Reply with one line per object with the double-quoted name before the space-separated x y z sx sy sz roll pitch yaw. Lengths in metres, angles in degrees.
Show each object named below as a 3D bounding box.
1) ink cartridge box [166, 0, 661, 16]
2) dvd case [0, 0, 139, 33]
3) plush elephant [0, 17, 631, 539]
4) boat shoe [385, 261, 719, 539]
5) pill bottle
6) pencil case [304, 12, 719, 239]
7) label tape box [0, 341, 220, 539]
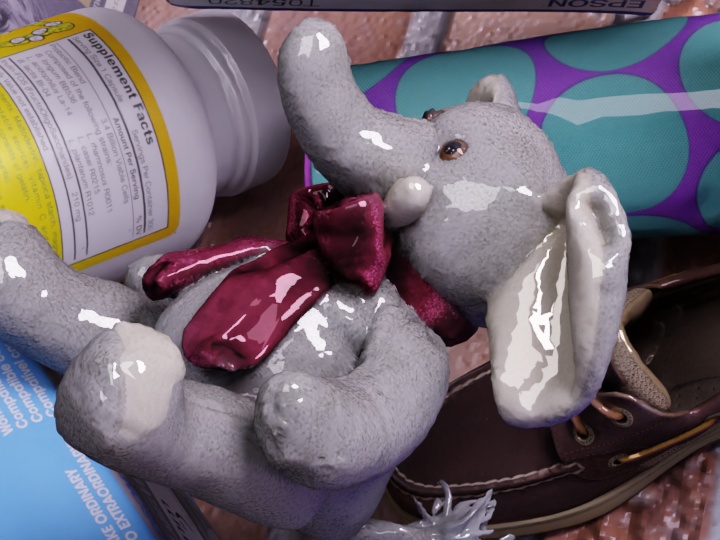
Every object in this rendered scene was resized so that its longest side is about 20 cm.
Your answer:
"ink cartridge box" 0.027 -0.132 0.753 0.199 0.200 0.041 0 82 -5
"dvd case" -0.165 -0.129 0.868 0.016 0.200 0.149 -7 58 37
"plush elephant" 0.000 0.000 0.670 0.155 0.200 0.165 -60 23 2
"boat shoe" 0.093 0.033 0.742 0.200 0.072 0.072 -17 56 14
"pill bottle" -0.126 -0.036 0.815 0.200 0.104 0.104 -23 47 -33
"pencil case" 0.086 -0.041 0.781 0.200 0.085 0.093 -7 97 18
"label tape box" -0.106 0.076 0.721 0.063 0.200 0.144 -38 55 -1
